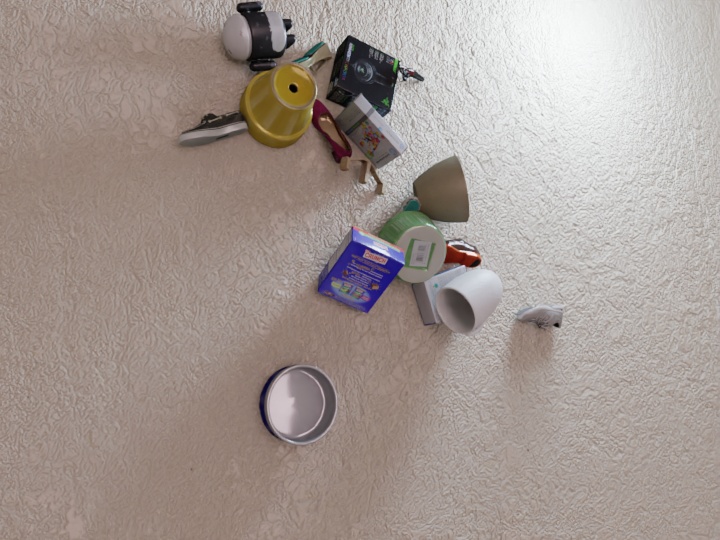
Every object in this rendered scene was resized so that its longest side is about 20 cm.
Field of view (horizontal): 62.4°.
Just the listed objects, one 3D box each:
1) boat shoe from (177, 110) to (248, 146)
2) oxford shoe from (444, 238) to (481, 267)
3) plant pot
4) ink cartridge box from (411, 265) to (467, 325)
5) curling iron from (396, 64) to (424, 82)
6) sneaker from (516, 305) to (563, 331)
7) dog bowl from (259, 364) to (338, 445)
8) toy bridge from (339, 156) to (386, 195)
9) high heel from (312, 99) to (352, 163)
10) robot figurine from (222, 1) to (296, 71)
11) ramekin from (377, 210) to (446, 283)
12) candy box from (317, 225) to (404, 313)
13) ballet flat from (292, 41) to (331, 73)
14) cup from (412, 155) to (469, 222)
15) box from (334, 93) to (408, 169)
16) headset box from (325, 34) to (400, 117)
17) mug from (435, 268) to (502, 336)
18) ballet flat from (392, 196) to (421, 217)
[{"bbox_3d":[-0.394,-0.377,1.567,0.198,0.070,0.065,-24,93,-35],"label":"boat shoe"},{"bbox_3d":[0.284,-0.067,1.862,0.197,0.071,0.074,17,46,-20],"label":"oxford shoe"},{"bbox_3d":[-0.209,-0.458,1.602,0.197,0.188,0.205,4,80,-25],"label":"plant pot"},{"bbox_3d":[0.269,0.071,1.814,0.197,0.076,0.139,-18,91,-26],"label":"ink cartridge box"},{"bbox_3d":[0.156,-0.605,1.848,0.199,0.025,0.051,-24,110,-63],"label":"curling iron"},{"bbox_3d":[0.601,0.160,1.964,0.196,0.074,0.084,-1,80,-27],"label":"sneaker"},{"bbox_3d":[-0.161,0.348,1.553,0.196,0.079,0.205,5,79,-25],"label":"dog bowl"},{"bbox_3d":[0.013,-0.286,1.731,0.199,0.027,0.069,25,69,-49],"label":"toy bridge"},{"bbox_3d":[-0.079,-0.411,1.708,0.067,0.096,0.202,-31,96,-22],"label":"high heel"},{"bbox_3d":[-0.281,-0.644,1.636,0.197,0.126,0.152,-16,59,-27],"label":"robot figurine"},{"bbox_3d":[0.152,-0.062,1.718,0.196,0.098,0.204,-7,113,-17],"label":"ramekin"},{"bbox_3d":[0.000,0.000,1.625,0.167,0.201,0.078,24,34,-20],"label":"candy box"},{"bbox_3d":[-0.152,-0.595,1.719,0.070,0.069,0.200,51,57,-10],"label":"ballet flat"},{"bbox_3d":[0.236,-0.232,1.803,0.140,0.200,0.205,-12,86,0],"label":"cup"},{"bbox_3d":[0.028,-0.399,1.728,0.200,0.155,0.041,44,68,-14],"label":"box"},{"bbox_3d":[0.015,-0.570,1.785,0.197,0.092,0.178,19,74,-23],"label":"headset box"},{"bbox_3d":[0.329,0.099,1.733,0.174,0.146,0.203,-31,127,-34],"label":"mug"},{"bbox_3d":[0.112,-0.131,1.769,0.071,0.072,0.202,31,97,-18],"label":"ballet flat"}]
